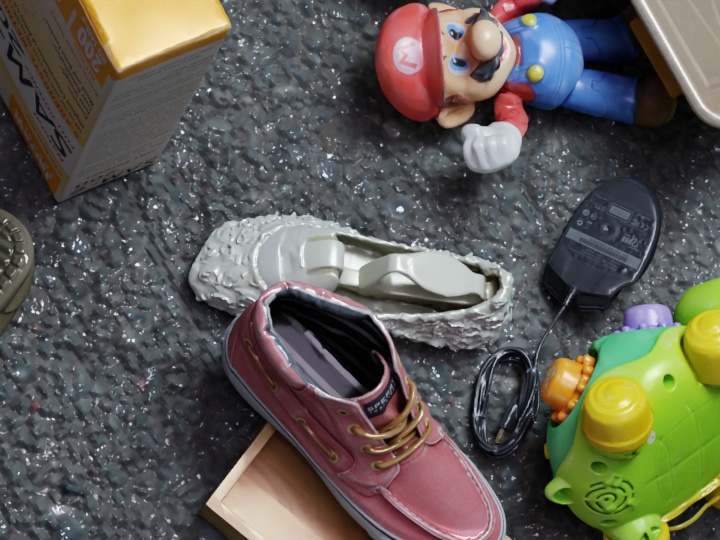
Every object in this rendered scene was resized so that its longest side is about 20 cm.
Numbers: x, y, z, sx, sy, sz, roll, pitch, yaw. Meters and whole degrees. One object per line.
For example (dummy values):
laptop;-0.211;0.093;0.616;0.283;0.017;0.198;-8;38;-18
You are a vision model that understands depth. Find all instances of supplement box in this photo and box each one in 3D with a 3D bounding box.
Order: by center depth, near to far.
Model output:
supplement box;-0.151;-0.135;1.112;0.073;0.200;0.127;-25;81;-23

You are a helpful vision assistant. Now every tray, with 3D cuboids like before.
tray;0.014;0.162;1.160;0.200;0.037;0.099;40;68;-2

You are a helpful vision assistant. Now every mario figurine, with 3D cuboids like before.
mario figurine;0.104;-0.130;1.226;0.198;0.107;0.124;-2;40;-23

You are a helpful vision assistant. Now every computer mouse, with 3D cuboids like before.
computer mouse;0.126;0.030;1.231;0.058;0.034;0.201;28;75;20

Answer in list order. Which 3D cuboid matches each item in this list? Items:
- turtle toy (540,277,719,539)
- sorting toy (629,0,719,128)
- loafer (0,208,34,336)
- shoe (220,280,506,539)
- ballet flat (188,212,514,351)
turtle toy;0.182;0.076;1.185;0.199;0.147;0.101;-32;43;-21
sorting toy;0.200;-0.176;1.262;0.201;0.036;0.185;57;30;7
loafer;-0.249;0.054;1.104;0.200;0.067;0.076;-43;71;-5
shoe;0.008;0.087;1.111;0.200;0.091;0.072;42;69;0
ballet flat;0.000;0.000;1.187;0.198;0.072;0.073;8;73;-12
